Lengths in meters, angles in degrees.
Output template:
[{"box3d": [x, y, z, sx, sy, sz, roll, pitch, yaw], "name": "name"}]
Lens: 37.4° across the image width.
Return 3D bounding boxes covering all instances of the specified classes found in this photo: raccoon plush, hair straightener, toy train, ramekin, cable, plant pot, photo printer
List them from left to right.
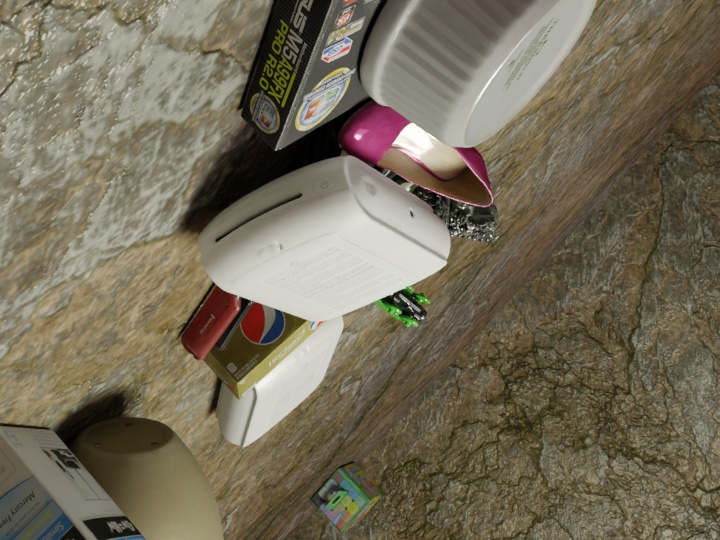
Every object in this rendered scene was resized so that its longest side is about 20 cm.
[{"box3d": [-0.231, 0.226, 1.051, 0.200, 0.197, 0.137, -23, 120, -59], "name": "plant pot"}, {"box3d": [-0.109, 0.003, 1.063, 0.201, 0.041, 0.077, -58, 163, 26], "name": "hair straightener"}, {"box3d": [-0.102, 0.122, 1.339, 0.166, 0.069, 0.201, -39, 164, -29], "name": "photo printer"}, {"box3d": [-0.033, -0.025, 0.929, 0.165, 0.071, 0.199, -25, 157, 23], "name": "photo printer"}, {"box3d": [-0.002, -0.128, 0.996, 0.163, 0.051, 0.200, -42, 165, 14], "name": "cable"}, {"box3d": [0.000, 0.000, 1.133, 0.199, 0.056, 0.042, 38, 76, -36], "name": "toy train"}, {"box3d": [0.075, -0.042, 1.271, 0.201, 0.134, 0.097, -50, 167, 14], "name": "raccoon plush"}, {"box3d": [0.098, -0.186, 0.823, 0.202, 0.094, 0.203, -44, 166, -13], "name": "ramekin"}]

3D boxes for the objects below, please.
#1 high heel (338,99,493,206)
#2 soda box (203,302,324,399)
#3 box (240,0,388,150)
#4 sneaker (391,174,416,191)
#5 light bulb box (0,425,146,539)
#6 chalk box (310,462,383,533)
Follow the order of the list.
[{"box3d": [0.054, -0.096, 0.936, 0.067, 0.096, 0.199, -45, 162, 17], "name": "high heel"}, {"box3d": [-0.084, 0.046, 1.179, 0.200, 0.068, 0.064, -42, 166, -19], "name": "soda box"}, {"box3d": [0.008, -0.196, 0.811, 0.199, 0.044, 0.161, -36, 162, -40], "name": "box"}, {"box3d": [0.045, -0.116, 1.137, 0.200, 0.077, 0.089, -44, 178, 20], "name": "sneaker"}, {"box3d": [-0.293, 0.275, 0.908, 0.198, 0.200, 0.125, -46, 167, -1], "name": "light bulb box"}, {"box3d": [-0.039, 0.604, 2.827, 0.125, 0.124, 0.200, -48, 167, 7], "name": "chalk box"}]
